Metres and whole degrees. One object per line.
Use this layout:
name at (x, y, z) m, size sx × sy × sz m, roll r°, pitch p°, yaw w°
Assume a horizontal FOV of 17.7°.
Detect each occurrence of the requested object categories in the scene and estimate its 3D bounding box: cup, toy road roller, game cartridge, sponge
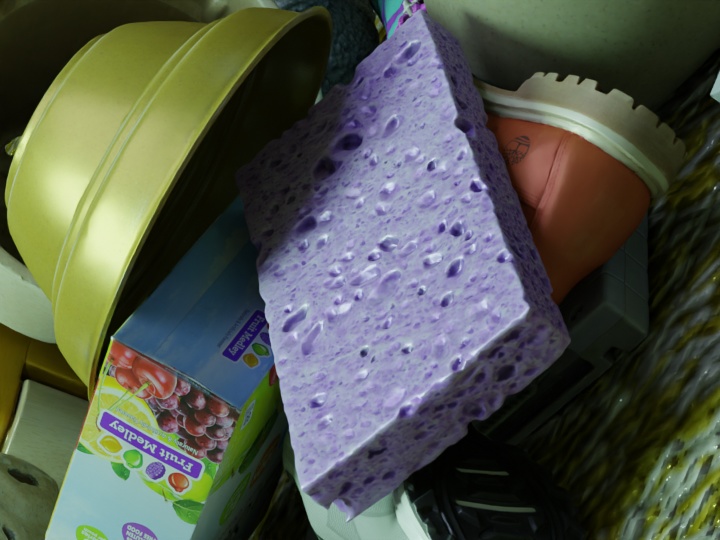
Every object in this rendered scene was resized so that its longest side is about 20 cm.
cup at (0.098, -0.152, 0.991) m, size 0.200 × 0.199 × 0.144 m, roll -108°, pitch 30°, yaw -66°
toy road roller at (-0.170, 0.101, 1.303) m, size 0.200 × 0.122 × 0.146 m, roll -89°, pitch 24°, yaw -60°
game cartridge at (0.048, 0.036, 1.005) m, size 0.200 × 0.038 × 0.130 m, roll -44°, pitch 27°, yaw 32°
sponge at (0.011, -0.007, 0.898) m, size 0.111 × 0.030 × 0.200 m, roll -39°, pitch 35°, yaw 19°

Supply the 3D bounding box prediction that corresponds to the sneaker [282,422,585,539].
sneaker at (0.024, 0.096, 0.898) m, size 0.200 × 0.074 × 0.080 m, roll 50°, pitch 125°, yaw 57°

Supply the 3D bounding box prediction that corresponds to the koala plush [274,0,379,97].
koala plush at (-0.049, -0.123, 1.298) m, size 0.183 × 0.178 × 0.200 m, roll -16°, pitch 15°, yaw -19°

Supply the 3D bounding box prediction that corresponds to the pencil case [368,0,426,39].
pencil case at (0.048, -0.128, 1.170) m, size 0.085 × 0.092 × 0.200 m, roll -40°, pitch 20°, yaw 12°

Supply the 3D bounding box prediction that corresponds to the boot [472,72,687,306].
boot at (0.041, -0.026, 0.966) m, size 0.107 × 0.075 × 0.200 m, roll -59°, pitch 26°, yaw -10°

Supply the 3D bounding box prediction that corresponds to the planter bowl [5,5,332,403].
planter bowl at (-0.097, -0.045, 1.004) m, size 0.201 × 0.083 × 0.200 m, roll -58°, pitch -8°, yaw -13°

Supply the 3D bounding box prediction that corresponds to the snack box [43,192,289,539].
snack box at (-0.072, 0.074, 1.024) m, size 0.169 × 0.067 × 0.200 m, roll -53°, pitch -10°, yaw -52°

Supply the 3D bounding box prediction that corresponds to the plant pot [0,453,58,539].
plant pot at (-0.210, 0.195, 1.140) m, size 0.183 × 0.200 × 0.201 m, roll -41°, pitch 22°, yaw 11°

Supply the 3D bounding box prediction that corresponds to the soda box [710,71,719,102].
soda box at (0.203, -0.134, 0.856) m, size 0.068 × 0.063 × 0.201 m, roll -21°, pitch 39°, yaw 59°

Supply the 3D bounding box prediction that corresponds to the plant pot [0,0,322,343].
plant pot at (-0.138, -0.048, 1.189) m, size 0.201 × 0.200 × 0.183 m, roll -65°, pitch 8°, yaw -24°
